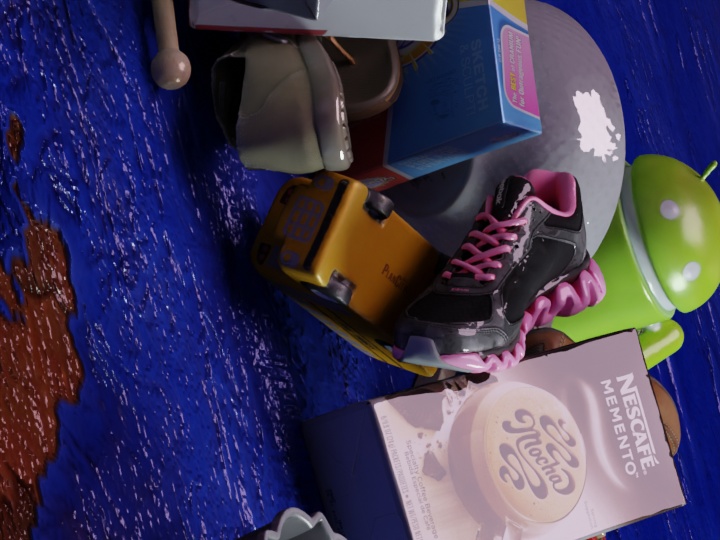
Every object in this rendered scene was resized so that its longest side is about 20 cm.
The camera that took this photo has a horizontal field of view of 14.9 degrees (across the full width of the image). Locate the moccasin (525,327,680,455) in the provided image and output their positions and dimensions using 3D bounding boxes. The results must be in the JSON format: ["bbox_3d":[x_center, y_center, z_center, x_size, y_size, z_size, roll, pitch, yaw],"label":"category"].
[{"bbox_3d":[0.152,0.096,1.759,0.201,0.073,0.078,35,44,-60],"label":"moccasin"}]

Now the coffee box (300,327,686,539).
[{"bbox_3d":[0.079,0.112,1.589,0.200,0.080,0.113,-15,86,-36],"label":"coffee box"}]

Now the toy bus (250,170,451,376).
[{"bbox_3d":[0.000,0.000,1.602,0.065,0.078,0.200,-65,150,-8],"label":"toy bus"}]

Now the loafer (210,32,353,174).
[{"bbox_3d":[-0.052,-0.109,1.566,0.200,0.068,0.076,-117,-160,-68],"label":"loafer"}]

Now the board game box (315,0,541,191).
[{"bbox_3d":[0.031,-0.161,1.708,0.040,0.153,0.201,12,65,-48],"label":"board game box"}]

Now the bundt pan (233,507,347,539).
[{"bbox_3d":[-0.038,0.219,1.312,0.202,0.076,0.202,-18,90,-73],"label":"bundt pan"}]

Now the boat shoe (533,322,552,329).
[{"bbox_3d":[0.088,-0.046,1.840,0.067,0.057,0.201,20,58,-60],"label":"boat shoe"}]

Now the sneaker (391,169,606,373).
[{"bbox_3d":[0.077,-0.004,1.585,0.200,0.079,0.096,-34,128,-56],"label":"sneaker"}]

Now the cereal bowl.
[{"bbox_3d":[0.070,-0.077,1.750,0.083,0.200,0.201,2,69,-43],"label":"cereal bowl"}]

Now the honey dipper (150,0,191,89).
[{"bbox_3d":[-0.116,-0.195,1.533,0.038,0.038,0.200,33,45,-62],"label":"honey dipper"}]

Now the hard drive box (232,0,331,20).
[{"bbox_3d":[-0.055,-0.227,1.457,0.200,0.156,0.077,-56,156,-48],"label":"hard drive box"}]

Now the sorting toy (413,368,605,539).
[{"bbox_3d":[0.103,0.152,1.795,0.200,0.069,0.199,-66,135,-64],"label":"sorting toy"}]

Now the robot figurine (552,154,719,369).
[{"bbox_3d":[0.166,-0.012,1.920,0.116,0.200,0.176,-55,126,-68],"label":"robot figurine"}]

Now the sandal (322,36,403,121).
[{"bbox_3d":[-0.032,-0.178,1.686,0.054,0.080,0.200,59,14,-64],"label":"sandal"}]

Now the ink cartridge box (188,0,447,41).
[{"bbox_3d":[-0.025,-0.222,1.586,0.200,0.146,0.083,-94,-172,-52],"label":"ink cartridge box"}]
